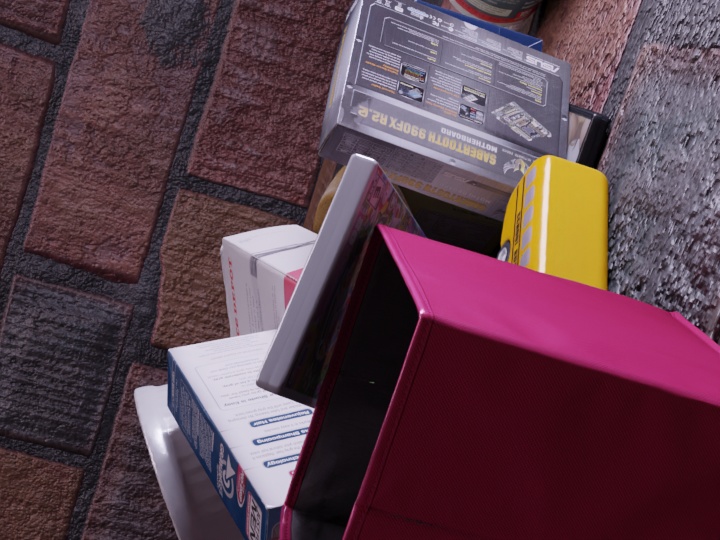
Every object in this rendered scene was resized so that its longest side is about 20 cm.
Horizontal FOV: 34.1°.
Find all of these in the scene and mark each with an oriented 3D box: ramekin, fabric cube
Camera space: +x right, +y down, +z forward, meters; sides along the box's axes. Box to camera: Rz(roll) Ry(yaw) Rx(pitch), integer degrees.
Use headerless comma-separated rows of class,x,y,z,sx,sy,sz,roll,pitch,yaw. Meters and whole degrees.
ramekin,-0.120,0.183,1.028,0.200,0.097,0.201,161,90,-81
fabric cube,0.080,0.111,0.634,0.196,0.199,0.200,-114,42,-75

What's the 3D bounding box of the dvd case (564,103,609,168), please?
dvd case,0.161,-0.080,1.039,0.200,0.018,0.143,-112,38,-76

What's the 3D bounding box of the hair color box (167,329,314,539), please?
hair color box,-0.067,0.127,0.880,0.200,0.100,0.061,47,138,49

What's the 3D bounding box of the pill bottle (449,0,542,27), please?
pill bottle,0.163,-0.341,1.170,0.200,0.119,0.120,130,155,-67

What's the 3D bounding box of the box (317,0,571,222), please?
box,0.075,-0.135,0.972,0.048,0.200,0.159,127,157,-55

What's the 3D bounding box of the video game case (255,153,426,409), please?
video game case,-0.004,0.021,0.748,0.200,0.018,0.144,45,-113,-73

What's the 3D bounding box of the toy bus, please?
toy bus,0.140,0.018,0.859,0.078,0.065,0.200,121,164,-51

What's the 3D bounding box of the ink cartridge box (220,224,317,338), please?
ink cartridge box,-0.045,0.050,1.023,0.200,0.083,0.147,28,126,61

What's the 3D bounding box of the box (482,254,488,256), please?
box,0.088,0.101,0.963,0.200,0.040,0.137,-103,28,-44

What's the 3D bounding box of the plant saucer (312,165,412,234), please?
plant saucer,0.000,0.000,1.047,0.200,0.035,0.201,168,90,-67

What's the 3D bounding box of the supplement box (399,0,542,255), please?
supplement box,0.071,-0.110,1.142,0.200,0.134,0.200,123,160,-58
